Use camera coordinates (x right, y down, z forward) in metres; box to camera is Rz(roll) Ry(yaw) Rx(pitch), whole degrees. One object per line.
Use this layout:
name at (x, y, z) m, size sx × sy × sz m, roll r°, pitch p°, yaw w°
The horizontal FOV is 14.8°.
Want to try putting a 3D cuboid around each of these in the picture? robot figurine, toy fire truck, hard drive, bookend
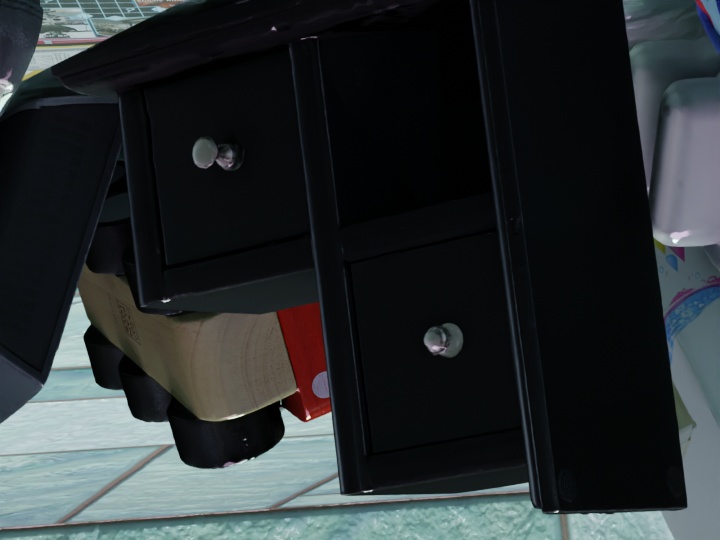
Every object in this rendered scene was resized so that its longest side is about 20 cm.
robot figurine at (0.200, -0.052, 1.067) m, size 0.200 × 0.113 × 0.170 m, roll -3°, pitch -150°, yaw -16°
toy fire truck at (-0.015, 0.004, 1.217) m, size 0.200 × 0.129 × 0.176 m, roll -22°, pitch -158°, yaw -17°
hard drive at (-0.152, 0.001, 1.147) m, size 0.042 × 0.135 × 0.200 m, roll 21°, pitch 163°, yaw -16°
bookend at (0.000, 0.000, 1.006) m, size 0.200 × 0.199 × 0.092 m, roll -12°, pitch 170°, yaw 35°

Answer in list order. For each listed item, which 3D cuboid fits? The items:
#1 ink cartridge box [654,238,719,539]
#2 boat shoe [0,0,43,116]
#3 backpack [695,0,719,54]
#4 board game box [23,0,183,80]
ink cartridge box at (0.179, 0.034, 1.123) m, size 0.144 × 0.200 × 0.085 m, roll -10°, pitch 146°, yaw -20°
boat shoe at (-0.144, -0.044, 0.836) m, size 0.060 × 0.076 × 0.200 m, roll 4°, pitch 168°, yaw -19°
backpack at (0.104, -0.119, 0.589) m, size 0.200 × 0.135 × 0.183 m, roll 1°, pitch 168°, yaw -20°
board game box at (-0.155, -0.097, 0.843) m, size 0.200 × 0.035 × 0.135 m, roll 3°, pitch 167°, yaw -38°
